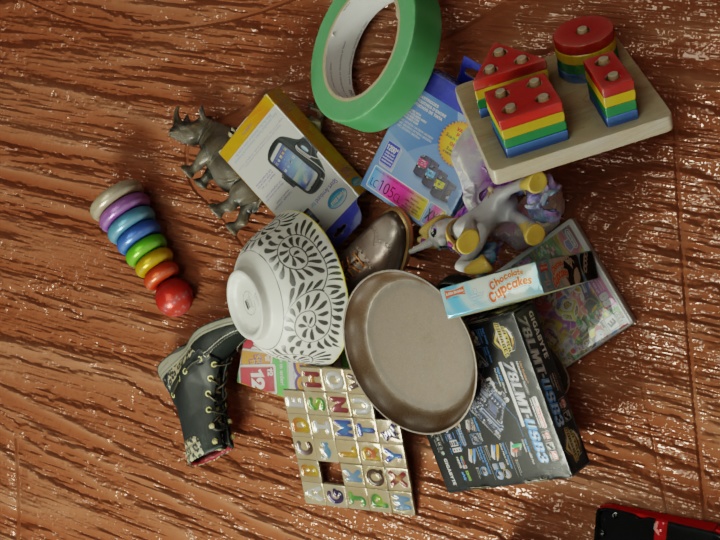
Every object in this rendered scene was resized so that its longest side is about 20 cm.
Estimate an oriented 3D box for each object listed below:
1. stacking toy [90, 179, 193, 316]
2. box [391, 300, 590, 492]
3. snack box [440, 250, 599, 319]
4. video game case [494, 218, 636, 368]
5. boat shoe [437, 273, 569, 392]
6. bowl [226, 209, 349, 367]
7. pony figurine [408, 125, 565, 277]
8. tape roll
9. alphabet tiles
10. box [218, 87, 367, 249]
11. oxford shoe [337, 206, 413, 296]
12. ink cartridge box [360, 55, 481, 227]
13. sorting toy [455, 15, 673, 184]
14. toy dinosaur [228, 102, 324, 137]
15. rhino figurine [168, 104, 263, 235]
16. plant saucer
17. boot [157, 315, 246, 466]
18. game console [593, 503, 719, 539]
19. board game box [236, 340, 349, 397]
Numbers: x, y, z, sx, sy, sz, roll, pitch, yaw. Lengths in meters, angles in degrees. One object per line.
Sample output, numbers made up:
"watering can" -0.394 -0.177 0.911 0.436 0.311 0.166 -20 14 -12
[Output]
"stacking toy" -0.297 -0.026 1.757 0.085 0.085 0.201 -39 78 23
"box" 0.150 0.153 1.463 0.197 0.049 0.203 -19 95 44
"snack box" 0.181 0.014 1.391 0.115 0.199 0.038 -17 86 27
"video game case" 0.212 0.053 1.498 0.199 0.018 0.145 -37 74 25
"boat shoe" 0.162 0.082 1.483 0.200 0.057 0.067 46 111 22
"bowl" -0.107 0.034 1.561 0.200 0.093 0.204 28 125 49
"pony figurine" 0.151 -0.073 1.406 0.192 0.200 0.167 -40 104 -8
"tape roll" 0.017 -0.275 1.547 0.199 0.048 0.204 -22 61 46
"alphabet tiles" -0.017 0.216 1.594 0.165 0.008 0.203 1 112 30
"box" -0.079 -0.122 1.614 0.200 0.041 0.119 47 125 0
"oxford shoe" 0.000 0.000 1.553 0.072 0.072 0.201 51 132 20
"ink cartridge box" 0.107 -0.158 1.526 0.136 0.076 0.202 34 104 25
"sorting toy" 0.212 -0.201 1.364 0.197 0.200 0.070 -17 125 2
"toy dinosaur" -0.076 -0.165 1.651 0.198 0.058 0.102 29 121 14
"rhino figurine" -0.197 -0.151 1.704 0.087 0.060 0.201 -38 70 3
"plant saucer" 0.063 0.092 1.464 0.198 0.032 0.203 19 119 37
"boot" -0.190 0.160 1.675 0.203 0.073 0.156 -35 65 41
"game console" 0.345 0.379 1.422 0.175 0.031 0.204 5 92 35
"board game box" -0.072 0.127 1.656 0.197 0.030 0.097 14 97 26
